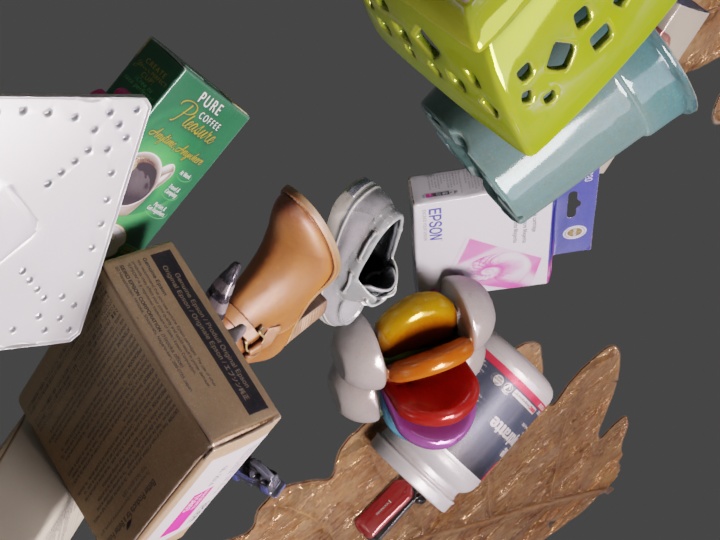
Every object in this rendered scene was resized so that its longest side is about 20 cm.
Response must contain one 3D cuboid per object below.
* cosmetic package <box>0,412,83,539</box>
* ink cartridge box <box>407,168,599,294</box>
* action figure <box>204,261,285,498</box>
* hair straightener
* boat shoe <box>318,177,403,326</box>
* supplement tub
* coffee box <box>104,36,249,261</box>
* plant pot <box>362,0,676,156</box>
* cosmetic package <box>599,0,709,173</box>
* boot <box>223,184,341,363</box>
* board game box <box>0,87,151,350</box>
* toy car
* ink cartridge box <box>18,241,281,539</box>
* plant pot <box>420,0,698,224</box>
[{"bbox_3d":[-0.277,0.207,1.337,0.201,0.072,0.104,-62,174,-48],"label":"cosmetic package"},{"bbox_3d":[0.150,-0.043,1.723,0.197,0.044,0.197,-8,149,0],"label":"ink cartridge box"},{"bbox_3d":[-0.125,0.096,1.403,0.105,0.199,0.195,-46,158,-39],"label":"action figure"},{"bbox_3d":[0.072,0.280,2.223,0.200,0.041,0.077,-50,157,-9],"label":"hair straightener"},{"bbox_3d":[0.001,-0.001,1.613,0.070,0.071,0.202,-35,154,-31],"label":"boat shoe"},{"bbox_3d":[0.121,0.174,2.005,0.200,0.140,0.140,-48,157,-2],"label":"supplement tub"},{"bbox_3d":[-0.178,-0.066,1.234,0.201,0.044,0.123,-51,156,4],"label":"coffee box"},{"bbox_3d":[0.107,-0.245,1.289,0.199,0.200,0.181,-48,149,-1],"label":"plant pot"},{"bbox_3d":[0.249,-0.209,1.704,0.087,0.103,0.201,-4,129,-59],"label":"cosmetic package"},{"bbox_3d":[-0.097,0.026,1.486,0.154,0.074,0.201,-33,150,-24],"label":"boot"},{"bbox_3d":[-0.251,-0.033,1.112,0.198,0.026,0.202,-5,126,-43],"label":"board game box"},{"bbox_3d":[0.066,0.111,1.752,0.173,0.151,0.201,-21,156,-14],"label":"toy car"},{"bbox_3d":[-0.165,0.104,1.270,0.075,0.166,0.200,-20,159,-42],"label":"ink cartridge box"},{"bbox_3d":[0.173,-0.162,1.550,0.196,0.201,0.200,-40,157,1],"label":"plant pot"}]
